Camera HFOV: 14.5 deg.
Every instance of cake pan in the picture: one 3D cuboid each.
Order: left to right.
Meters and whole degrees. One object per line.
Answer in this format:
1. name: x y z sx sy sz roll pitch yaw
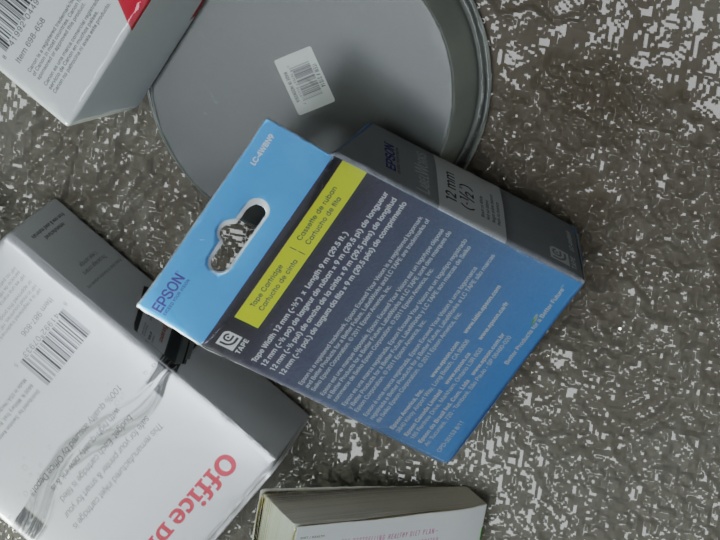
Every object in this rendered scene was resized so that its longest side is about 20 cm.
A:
1. cake pan: -0.029 -0.106 1.566 0.200 0.037 0.200 4 108 12

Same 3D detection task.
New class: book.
1. book: -0.005 0.222 1.627 0.134 0.048 0.200 0 112 -29

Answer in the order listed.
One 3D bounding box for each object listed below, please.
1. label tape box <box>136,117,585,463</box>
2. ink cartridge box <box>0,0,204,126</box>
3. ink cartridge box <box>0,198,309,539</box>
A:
1. label tape box: 0.000 0.000 1.541 0.200 0.066 0.143 27 118 -16
2. ink cartridge box: -0.177 -0.197 1.529 0.200 0.084 0.144 39 112 12
3. ink cartridge box: -0.153 0.082 1.629 0.200 0.084 0.145 41 112 0
